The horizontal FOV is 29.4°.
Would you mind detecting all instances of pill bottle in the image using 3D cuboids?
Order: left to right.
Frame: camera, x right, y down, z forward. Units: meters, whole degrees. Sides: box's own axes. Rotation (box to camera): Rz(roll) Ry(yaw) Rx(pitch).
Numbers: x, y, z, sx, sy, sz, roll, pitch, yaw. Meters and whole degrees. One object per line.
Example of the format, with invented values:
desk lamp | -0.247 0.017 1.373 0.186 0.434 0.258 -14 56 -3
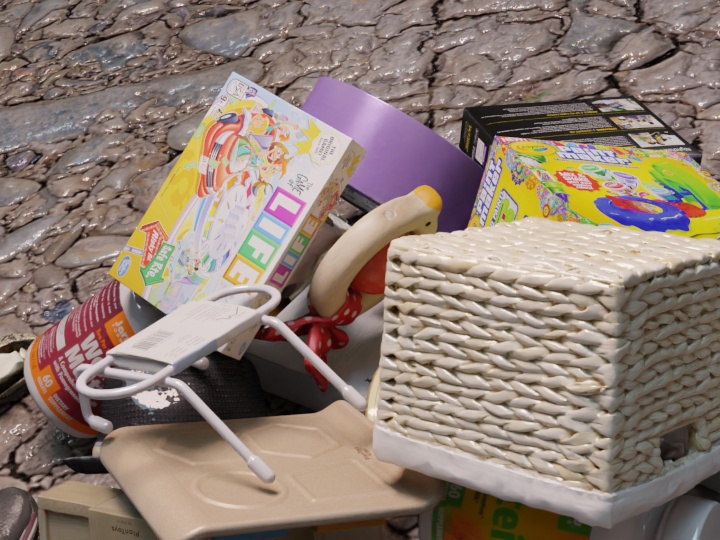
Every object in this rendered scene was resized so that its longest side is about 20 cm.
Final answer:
pill bottle | -0.198 0.059 1.231 0.200 0.110 0.110 -34 29 24
pill bottle | 0.152 0.186 0.987 0.199 0.111 0.111 8 42 29

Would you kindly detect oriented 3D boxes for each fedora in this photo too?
fedora | -0.147 0.116 1.132 0.200 0.092 0.201 -4 -7 0

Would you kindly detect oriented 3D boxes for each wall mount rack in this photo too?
wall mount rack | -0.102 0.079 0.996 0.173 0.075 0.200 8 26 33

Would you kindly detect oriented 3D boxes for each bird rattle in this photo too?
bird rattle | 0.000 0.000 1.163 0.200 0.163 0.113 -23 61 -26

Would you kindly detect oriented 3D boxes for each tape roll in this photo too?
tape roll | 0.023 -0.101 1.340 0.200 0.200 0.085 28 86 44

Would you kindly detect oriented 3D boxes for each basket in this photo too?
basket | 0.139 0.057 0.943 0.200 0.161 0.198 9 13 40

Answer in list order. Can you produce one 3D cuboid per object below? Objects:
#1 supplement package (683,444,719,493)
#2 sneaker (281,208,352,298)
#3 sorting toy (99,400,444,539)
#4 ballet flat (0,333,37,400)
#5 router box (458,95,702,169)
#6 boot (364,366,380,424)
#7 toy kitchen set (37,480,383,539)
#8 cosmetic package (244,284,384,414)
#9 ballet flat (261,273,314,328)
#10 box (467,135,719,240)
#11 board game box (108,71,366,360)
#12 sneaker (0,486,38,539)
supplement package | 0.349 0.121 1.003 0.200 0.110 0.114 23 51 41
sneaker | -0.064 -0.021 1.231 0.099 0.078 0.200 -51 -5 7
sorting toy | -0.067 0.147 0.977 0.199 0.037 0.185 -6 17 -25
ballet flat | -0.387 0.117 1.312 0.200 0.068 0.075 -34 2 -27
router box | 0.219 -0.121 1.384 0.199 0.051 0.149 -6 32 -18
boot | 0.099 0.107 1.120 0.155 0.073 0.200 5 15 22
toy kitchen set | -0.110 0.238 1.046 0.199 0.164 0.180 4 11 28
cosmetic package | 0.011 0.051 1.276 0.151 0.052 0.200 16 46 38
ballet flat | -0.091 0.027 1.311 0.200 0.067 0.064 -40 8 -11
box | 0.220 -0.013 1.162 0.199 0.122 0.193 2 29 -22
board game box | -0.102 -0.047 1.129 0.134 0.034 0.200 31 90 26
sneaker | -0.352 0.225 1.121 0.075 0.116 0.200 12 44 33
